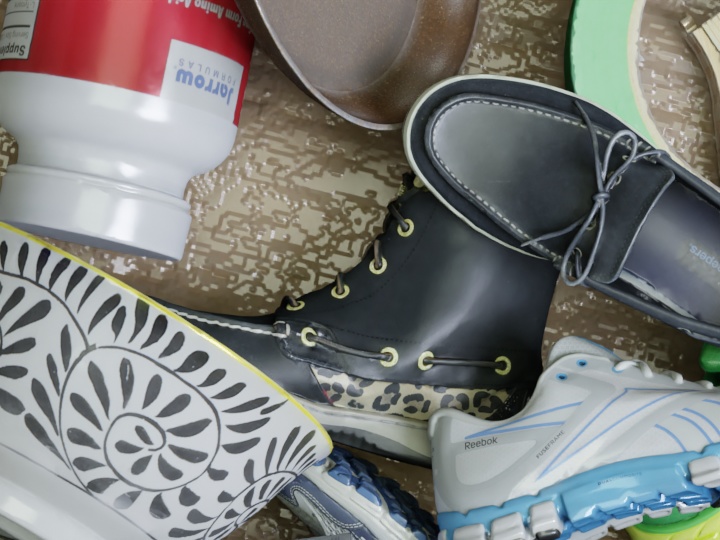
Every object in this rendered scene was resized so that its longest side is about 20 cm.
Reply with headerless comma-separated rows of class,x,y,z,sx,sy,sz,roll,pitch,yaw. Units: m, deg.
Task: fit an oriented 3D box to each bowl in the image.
bowl,-0.120,0.065,0.865,0.200,0.201,0.095,30,76,0

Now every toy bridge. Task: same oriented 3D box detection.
toy bridge,0.208,-0.036,0.989,0.067,0.027,0.201,-34,88,-2

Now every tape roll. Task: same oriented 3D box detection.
tape roll,0.192,-0.098,0.953,0.199,0.048,0.202,0,89,3

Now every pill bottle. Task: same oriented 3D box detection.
pill bottle,-0.102,-0.111,0.940,0.111,0.112,0.201,11,86,-1

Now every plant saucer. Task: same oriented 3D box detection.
plant saucer,-0.009,-0.160,0.927,0.032,0.200,0.202,-5,86,33

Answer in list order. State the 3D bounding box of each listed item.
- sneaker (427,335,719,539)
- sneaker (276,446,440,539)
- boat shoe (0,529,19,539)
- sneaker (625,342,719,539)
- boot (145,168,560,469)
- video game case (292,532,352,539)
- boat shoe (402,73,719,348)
sneaker,0.120,0.063,0.895,0.199,0.075,0.087,-15,71,3
sneaker,0.018,0.158,0.949,0.200,0.077,0.085,43,93,3
boat shoe,-0.156,0.143,0.944,0.198,0.068,0.075,7,88,0
sneaker,0.195,0.052,0.947,0.199,0.074,0.084,-35,86,9
boot,0.001,0.000,0.956,0.202,0.073,0.155,18,84,-10
video game case,-0.077,0.224,0.891,0.180,0.045,0.202,-8,94,-2
boat shoe,0.109,-0.025,0.901,0.199,0.062,0.075,31,93,4
